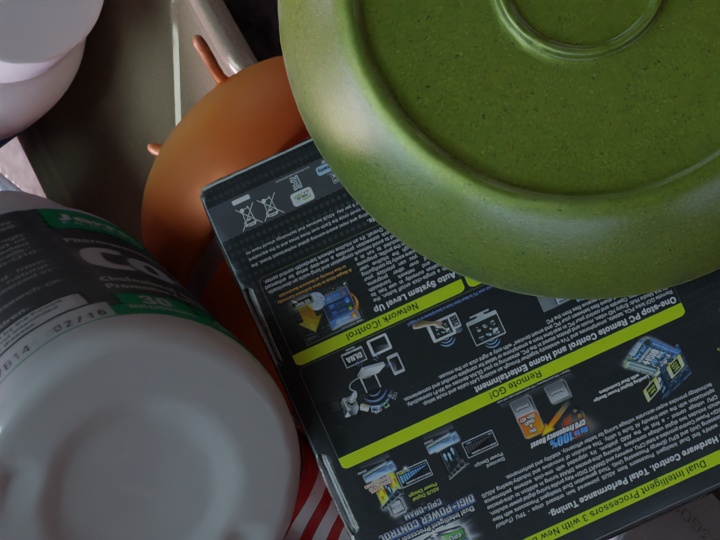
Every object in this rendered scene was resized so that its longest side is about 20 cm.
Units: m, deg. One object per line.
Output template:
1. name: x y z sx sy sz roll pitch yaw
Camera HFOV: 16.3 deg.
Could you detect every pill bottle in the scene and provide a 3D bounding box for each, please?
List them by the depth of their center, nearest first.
1. pill bottle: -0.104 0.042 0.872 0.200 0.113 0.113 -142 47 -62
2. pill bottle: -0.184 -0.100 1.079 0.200 0.112 0.112 -27 83 60

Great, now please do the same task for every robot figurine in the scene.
1. robot figurine: 0.001 -0.001 0.936 0.200 0.144 0.117 43 101 8

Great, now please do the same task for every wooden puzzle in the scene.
1. wooden puzzle: -0.099 -0.081 1.088 0.185 0.037 0.200 61 145 30

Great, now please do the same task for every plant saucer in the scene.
1. plant saucer: 0.070 -0.092 0.801 0.200 0.200 0.031 64 -177 10

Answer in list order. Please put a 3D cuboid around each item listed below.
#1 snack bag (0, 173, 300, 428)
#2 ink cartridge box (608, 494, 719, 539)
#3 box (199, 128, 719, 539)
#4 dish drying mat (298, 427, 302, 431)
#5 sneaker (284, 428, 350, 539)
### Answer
1. snack bag: -0.120 0.039 1.088 0.200 0.021 0.189 37 154 5
2. ink cartridge box: 0.077 0.143 0.937 0.109 0.050 0.200 45 142 -13
3. box: 0.068 0.007 0.830 0.044 0.200 0.160 71 174 -83
4. dish drying mat: -0.027 0.020 1.072 0.077 0.018 0.200 -28 83 50
5. sneaker: -0.057 0.098 1.004 0.115 0.078 0.200 37 166 -19
